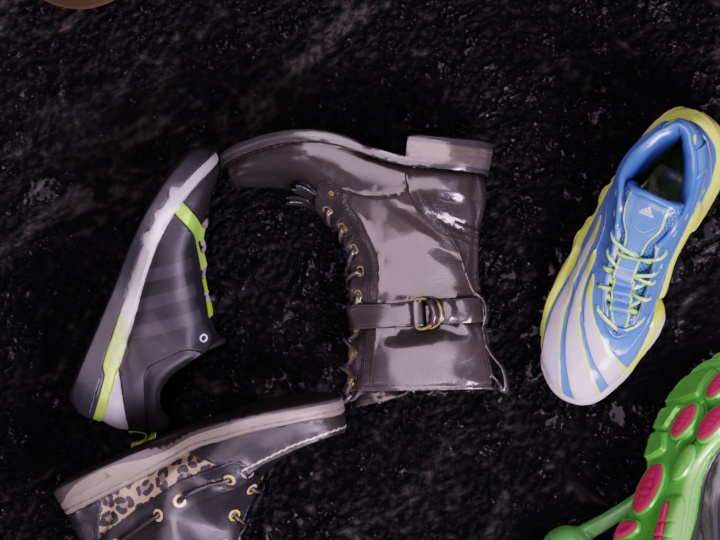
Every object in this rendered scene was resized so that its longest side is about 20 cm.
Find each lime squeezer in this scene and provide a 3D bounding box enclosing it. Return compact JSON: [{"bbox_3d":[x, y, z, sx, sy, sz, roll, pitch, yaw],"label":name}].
[{"bbox_3d":[0.139,0.207,1.661,0.070,0.038,0.202,19,90,-16],"label":"lime squeezer"}]

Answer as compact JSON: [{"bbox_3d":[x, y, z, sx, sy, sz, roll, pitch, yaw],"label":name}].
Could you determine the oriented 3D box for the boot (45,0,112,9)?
[{"bbox_3d":[-0.226,-0.252,1.764,0.198,0.074,0.156,-10,79,11],"label":"boot"}]

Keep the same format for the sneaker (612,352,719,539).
[{"bbox_3d":[0.220,0.133,1.628,0.077,0.084,0.201,15,74,55],"label":"sneaker"}]

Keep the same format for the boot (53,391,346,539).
[{"bbox_3d":[-0.083,0.171,1.688,0.199,0.073,0.152,-20,91,7],"label":"boot"}]

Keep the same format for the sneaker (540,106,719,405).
[{"bbox_3d":[0.161,-0.013,1.629,0.075,0.105,0.201,24,91,15],"label":"sneaker"}]

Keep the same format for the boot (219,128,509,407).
[{"bbox_3d":[0.000,0.000,1.689,0.198,0.069,0.176,3,89,16],"label":"boot"}]

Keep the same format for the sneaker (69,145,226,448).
[{"bbox_3d":[-0.122,0.018,1.728,0.082,0.072,0.201,23,96,-6],"label":"sneaker"}]
